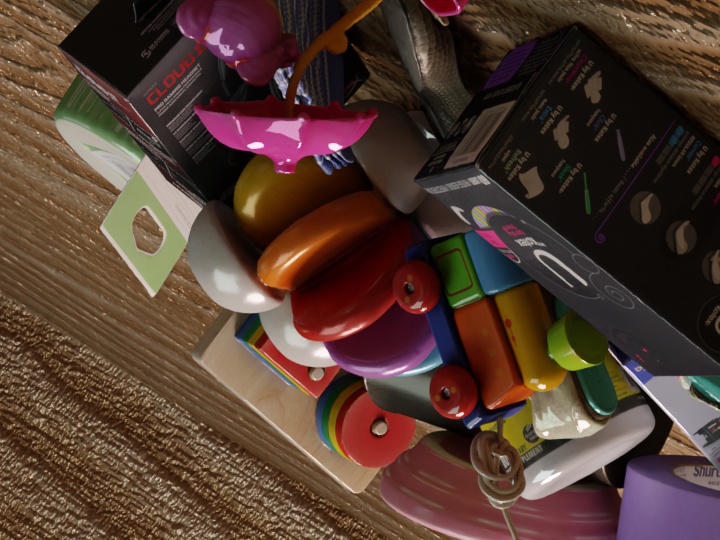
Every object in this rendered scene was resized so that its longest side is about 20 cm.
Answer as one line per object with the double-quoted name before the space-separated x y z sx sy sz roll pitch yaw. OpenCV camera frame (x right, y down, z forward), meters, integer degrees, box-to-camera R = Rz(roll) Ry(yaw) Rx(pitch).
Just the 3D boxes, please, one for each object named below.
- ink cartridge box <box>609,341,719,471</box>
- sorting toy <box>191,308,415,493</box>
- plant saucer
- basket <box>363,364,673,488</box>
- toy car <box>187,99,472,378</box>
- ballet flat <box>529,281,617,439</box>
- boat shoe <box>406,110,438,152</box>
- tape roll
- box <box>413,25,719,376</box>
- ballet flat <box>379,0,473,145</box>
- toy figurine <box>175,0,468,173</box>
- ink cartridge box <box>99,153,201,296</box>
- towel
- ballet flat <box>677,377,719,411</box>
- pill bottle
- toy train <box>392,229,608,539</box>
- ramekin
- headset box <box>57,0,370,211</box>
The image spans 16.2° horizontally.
"ink cartridge box" 0.208 0.059 1.769 0.200 0.042 0.119 42 -167 -36
"sorting toy" 0.003 0.054 2.049 0.199 0.200 0.070 42 169 -29
"plant saucer" 0.116 0.167 1.940 0.200 0.051 0.201 12 -171 -2
"basket" 0.132 0.079 1.941 0.200 0.136 0.180 22 -161 32
"toy car" 0.000 0.000 1.679 0.200 0.175 0.150 41 -163 -48
"ballet flat" 0.110 0.015 1.664 0.062 0.201 0.067 -21 169 33
"boat shoe" 0.026 -0.068 1.830 0.071 0.070 0.200 47 144 3
"tape roll" 0.286 0.195 1.843 0.199 0.085 0.200 8 -175 -1
"box" 0.151 -0.035 1.486 0.200 0.106 0.122 38 169 -11
"ballet flat" 0.054 -0.126 1.590 0.200 0.046 0.067 63 -178 -55
"toy figurine" -0.027 -0.150 1.356 0.200 0.184 0.150 41 168 -18
"ink cartridge box" -0.132 -0.096 1.848 0.048 0.200 0.146 29 167 21
"towel" -0.035 -0.160 1.527 0.024 0.145 0.200 -6 158 9
"ballet flat" 0.258 0.071 1.691 0.200 0.076 0.064 41 176 -12
"pill bottle" 0.116 0.053 1.811 0.200 0.112 0.112 60 174 12
"toy train" 0.108 0.061 1.584 0.116 0.085 0.200 -25 82 41
"ramekin" -0.162 -0.113 2.136 0.200 0.098 0.200 35 169 8
"headset box" -0.096 -0.143 1.670 0.077 0.149 0.200 37 170 32
